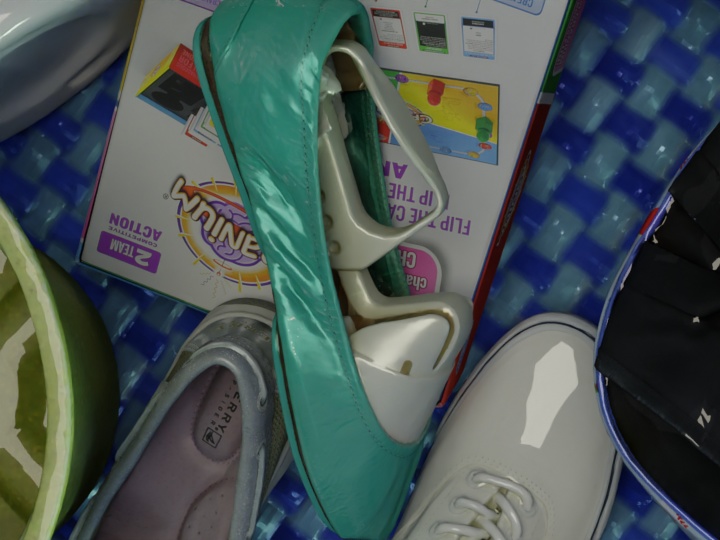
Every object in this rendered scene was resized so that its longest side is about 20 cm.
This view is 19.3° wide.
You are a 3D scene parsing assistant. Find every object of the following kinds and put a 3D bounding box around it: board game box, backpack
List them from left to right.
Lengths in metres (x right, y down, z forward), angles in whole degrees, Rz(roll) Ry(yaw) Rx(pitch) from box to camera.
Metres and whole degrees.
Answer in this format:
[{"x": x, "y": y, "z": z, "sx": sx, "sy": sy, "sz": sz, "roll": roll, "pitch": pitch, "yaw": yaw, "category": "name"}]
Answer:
[{"x": -0.007, "y": -0.071, "z": 0.759, "sx": 0.152, "sy": 0.040, "sz": 0.202, "roll": 21, "pitch": 112, "yaw": 9, "category": "board game box"}, {"x": 0.175, "y": 0.031, "z": 0.705, "sx": 0.190, "sy": 0.154, "sz": 0.201, "roll": 34, "pitch": 87, "yaw": 0, "category": "backpack"}]

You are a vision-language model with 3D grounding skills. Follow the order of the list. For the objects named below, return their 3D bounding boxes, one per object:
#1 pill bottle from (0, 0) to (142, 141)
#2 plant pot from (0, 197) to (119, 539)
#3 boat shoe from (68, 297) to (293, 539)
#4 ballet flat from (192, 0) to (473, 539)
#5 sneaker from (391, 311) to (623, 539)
[{"x": -0.175, "y": -0.152, "z": 0.782, "sx": 0.119, "sy": 0.120, "sz": 0.201, "roll": -35, "pitch": 83, "yaw": 6, "category": "pill bottle"}, {"x": -0.169, "y": 0.046, "z": 0.742, "sx": 0.198, "sy": 0.184, "sz": 0.203, "roll": 0, "pitch": 88, "yaw": 10, "category": "plant pot"}, {"x": -0.075, "y": 0.106, "z": 0.772, "sx": 0.074, "sy": 0.065, "sz": 0.203, "roll": 30, "pitch": 109, "yaw": 8, "category": "boat shoe"}, {"x": 0.000, "y": 0.000, "z": 0.718, "sx": 0.070, "sy": 0.067, "sz": 0.202, "roll": -9, "pitch": 103, "yaw": 28, "category": "ballet flat"}, {"x": 0.041, "y": 0.110, "z": 0.763, "sx": 0.073, "sy": 0.071, "sz": 0.201, "roll": 24, "pitch": 92, "yaw": 9, "category": "sneaker"}]
